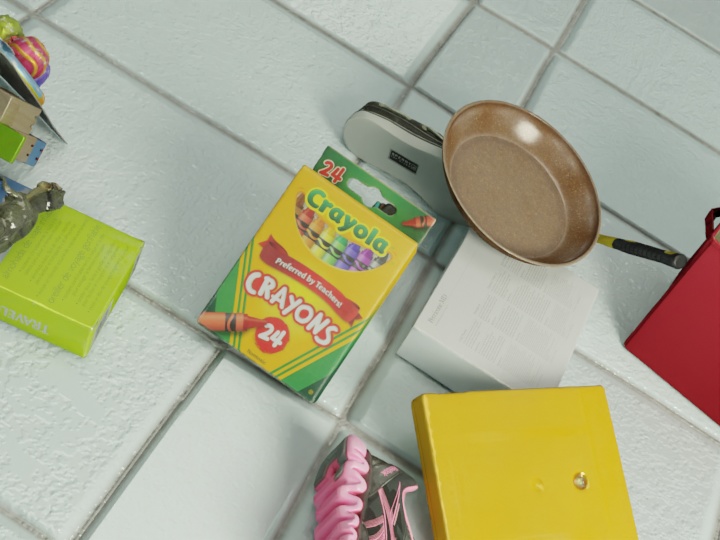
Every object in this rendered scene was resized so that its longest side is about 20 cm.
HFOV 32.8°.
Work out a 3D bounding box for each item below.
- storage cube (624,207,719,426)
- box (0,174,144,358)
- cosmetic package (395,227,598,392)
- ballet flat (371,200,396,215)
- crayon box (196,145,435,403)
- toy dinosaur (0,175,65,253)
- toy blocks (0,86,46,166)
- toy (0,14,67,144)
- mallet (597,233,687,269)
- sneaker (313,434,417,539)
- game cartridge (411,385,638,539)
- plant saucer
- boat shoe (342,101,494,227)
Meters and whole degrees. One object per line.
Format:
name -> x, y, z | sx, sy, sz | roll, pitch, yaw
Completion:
storage cube -> 0.416, 0.040, 1.288 | 0.199, 0.180, 0.171 | 39, 44, 11
box -> -0.300, -0.018, 1.046 | 0.198, 0.048, 0.123 | 25, 43, -4
cosmetic package -> 0.141, 0.049, 1.222 | 0.150, 0.052, 0.200 | 34, 43, 1
ballet flat -> 0.000, 0.000, 1.182 | 0.068, 0.068, 0.200 | 42, 44, 0
crayon box -> -0.037, -0.001, 1.083 | 0.126, 0.051, 0.201 | 33, 86, 4
toy dinosaur -> -0.318, -0.034, 0.988 | 0.088, 0.048, 0.201 | 36, 49, -3
toy blocks -> -0.361, -0.156, 1.089 | 0.199, 0.101, 0.137 | 29, 0, 4
toy -> -0.316, -0.202, 1.106 | 0.047, 0.200, 0.115 | -43, 75, -7
mallet -> 0.260, -0.029, 1.295 | 0.065, 0.042, 0.200 | -5, 15, -23
sneaker -> 0.007, 0.228, 0.977 | 0.095, 0.079, 0.201 | 29, 43, -19
game cartridge -> 0.148, 0.192, 1.076 | 0.198, 0.032, 0.178 | 1, 69, -25
plant saucer -> 0.162, -0.085, 1.276 | 0.199, 0.037, 0.202 | 16, 55, -24
boat shoe -> 0.077, -0.122, 1.331 | 0.199, 0.071, 0.064 | 35, 44, 7
